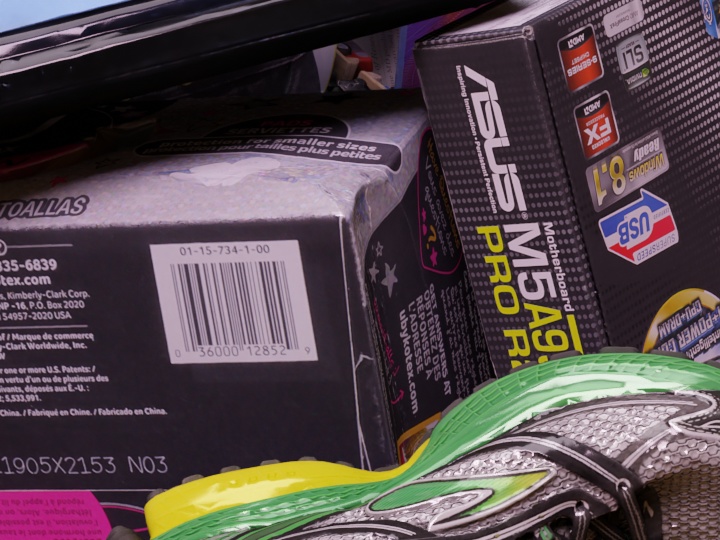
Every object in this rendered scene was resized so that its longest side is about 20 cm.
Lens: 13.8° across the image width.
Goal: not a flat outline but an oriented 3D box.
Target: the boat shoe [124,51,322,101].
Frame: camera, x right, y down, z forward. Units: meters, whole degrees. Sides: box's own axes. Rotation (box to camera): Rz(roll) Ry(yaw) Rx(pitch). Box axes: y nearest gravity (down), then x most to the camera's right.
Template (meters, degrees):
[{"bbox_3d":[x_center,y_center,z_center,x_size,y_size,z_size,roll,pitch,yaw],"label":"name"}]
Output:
[{"bbox_3d":[-0.114,-0.080,1.129,0.199,0.091,0.071,-6,22,7],"label":"boat shoe"}]

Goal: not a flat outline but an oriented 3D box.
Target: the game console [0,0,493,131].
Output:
[{"bbox_3d":[-0.071,-0.112,0.894,0.199,0.117,0.176,-16,5,-9],"label":"game console"}]

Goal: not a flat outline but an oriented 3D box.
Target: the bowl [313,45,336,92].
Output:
[{"bbox_3d":[-0.117,-0.096,1.217,0.200,0.201,0.094,-1,34,23],"label":"bowl"}]

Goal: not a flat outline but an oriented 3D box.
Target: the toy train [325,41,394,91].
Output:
[{"bbox_3d":[-0.020,-0.088,1.296,0.046,0.034,0.200,4,26,-38],"label":"toy train"}]

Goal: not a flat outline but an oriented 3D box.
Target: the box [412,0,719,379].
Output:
[{"bbox_3d":[0.108,-0.025,0.920,0.044,0.161,0.200,-4,17,41],"label":"box"}]

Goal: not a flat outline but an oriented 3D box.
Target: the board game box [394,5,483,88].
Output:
[{"bbox_3d":[0.094,-0.080,1.140,0.157,0.200,0.039,-11,59,-11],"label":"board game box"}]

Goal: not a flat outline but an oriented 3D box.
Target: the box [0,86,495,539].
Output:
[{"bbox_3d":[-0.070,0.022,0.912,0.199,0.133,0.115,-2,22,19],"label":"box"}]

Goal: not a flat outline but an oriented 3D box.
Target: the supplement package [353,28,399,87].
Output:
[{"bbox_3d":[0.010,-0.143,1.387,0.199,0.118,0.117,9,28,44],"label":"supplement package"}]

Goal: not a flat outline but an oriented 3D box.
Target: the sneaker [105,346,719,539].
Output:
[{"bbox_3d":[0.030,0.085,0.796,0.199,0.078,0.085,-19,26,-2],"label":"sneaker"}]
